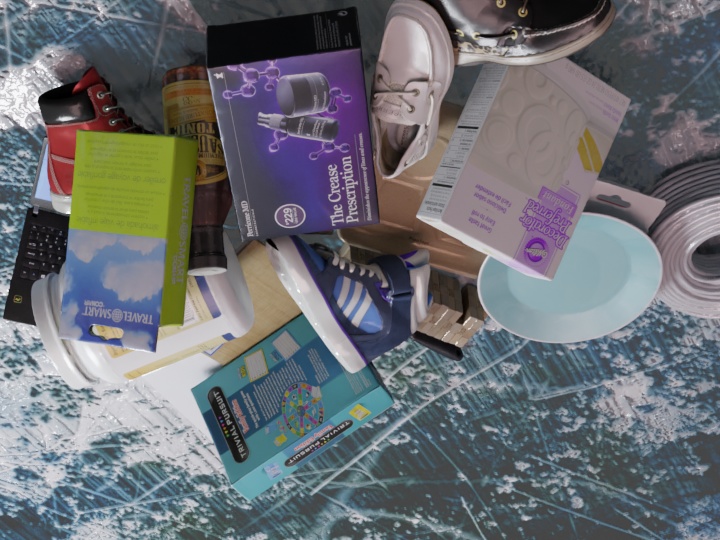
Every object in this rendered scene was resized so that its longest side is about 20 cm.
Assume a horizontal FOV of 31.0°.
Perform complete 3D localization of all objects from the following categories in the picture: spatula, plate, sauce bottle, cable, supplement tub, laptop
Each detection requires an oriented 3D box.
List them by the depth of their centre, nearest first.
[{"bbox_3d":[-0.156,-0.097,1.264,0.065,0.202,0.066,-7,170,-1],"label":"sauce bottle"},{"bbox_3d":[-0.224,0.031,1.348,0.199,0.145,0.145,-21,134,3],"label":"supplement tub"},{"bbox_3d":[0.225,0.004,1.400,0.199,0.026,0.201,-1,135,-1],"label":"plate"},{"bbox_3d":[-0.277,-0.023,1.400,0.176,0.201,0.103,14,179,-14],"label":"laptop"},{"bbox_3d":[0.398,-0.032,1.433,0.198,0.070,0.201,6,136,-7],"label":"cable"},{"bbox_3d":[0.055,0.067,1.550,0.020,0.057,0.199,-21,142,39],"label":"spatula"}]

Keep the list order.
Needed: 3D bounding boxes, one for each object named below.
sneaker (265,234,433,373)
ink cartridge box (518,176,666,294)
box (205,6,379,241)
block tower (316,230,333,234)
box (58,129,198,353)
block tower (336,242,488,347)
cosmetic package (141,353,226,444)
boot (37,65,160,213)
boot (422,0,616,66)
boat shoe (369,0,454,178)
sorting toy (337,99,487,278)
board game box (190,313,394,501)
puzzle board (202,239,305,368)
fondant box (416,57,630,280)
[{"bbox_3d":[0.000,0.000,1.388,0.146,0.081,0.201,-38,121,-10],"label":"sneaker"},{"bbox_3d":[0.233,-0.042,1.420,0.115,0.068,0.200,15,134,-16],"label":"ink cartridge box"},{"bbox_3d":[-0.060,-0.133,1.216,0.140,0.079,0.201,-6,131,2],"label":"box"},{"bbox_3d":[-0.049,-0.120,1.333,0.057,0.054,0.201,0,136,-3],"label":"block tower"},{"bbox_3d":[-0.221,-0.029,1.232,0.121,0.202,0.048,6,-178,27],"label":"box"},{"bbox_3d":[0.054,0.026,1.498,0.199,0.054,0.058,20,132,-21],"label":"block tower"},{"bbox_3d":[-0.172,0.142,1.601,0.101,0.074,0.200,-22,131,19],"label":"cosmetic package"},{"bbox_3d":[-0.220,-0.135,1.308,0.198,0.073,0.145,-2,117,-3],"label":"boot"},{"bbox_3d":[0.117,-0.262,1.165,0.199,0.073,0.151,2,139,34],"label":"boot"},{"bbox_3d":[0.042,-0.165,1.229,0.070,0.069,0.201,23,144,19],"label":"boat shoe"},{"bbox_3d":[0.091,-0.091,1.396,0.184,0.037,0.201,15,129,-16],"label":"sorting toy"},{"bbox_3d":[-0.080,0.143,1.478,0.199,0.151,0.047,-34,139,3],"label":"board game box"},{"bbox_3d":[-0.114,0.052,1.497,0.151,0.017,0.200,-42,136,12],"label":"puzzle board"},{"bbox_3d":[0.161,-0.111,1.271,0.144,0.058,0.201,26,87,-26],"label":"fondant box"}]
